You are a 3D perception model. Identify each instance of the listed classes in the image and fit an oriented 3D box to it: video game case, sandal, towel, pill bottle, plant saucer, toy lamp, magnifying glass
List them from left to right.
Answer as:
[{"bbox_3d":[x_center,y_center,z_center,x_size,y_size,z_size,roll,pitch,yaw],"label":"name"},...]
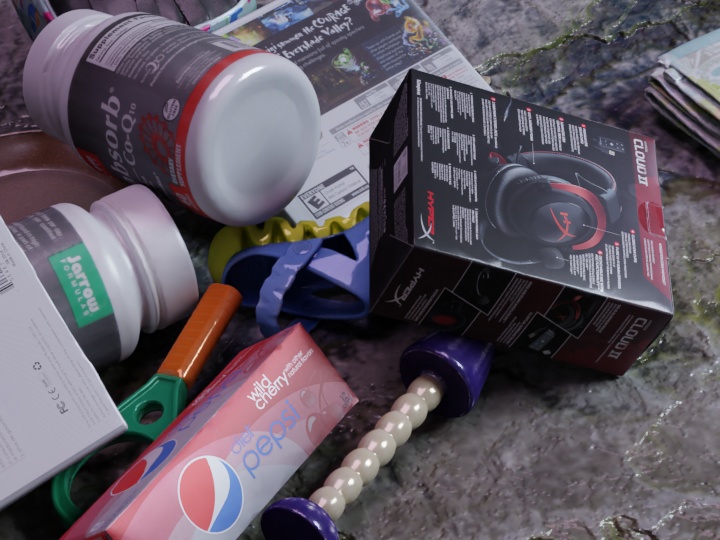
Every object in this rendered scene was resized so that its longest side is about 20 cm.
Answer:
[{"bbox_3d":[-0.247,-0.032,1.546,0.198,0.032,0.201,-5,37,4],"label":"plant saucer"},{"bbox_3d":[-0.213,0.025,1.399,0.199,0.114,0.113,-26,41,-21],"label":"pill bottle"},{"bbox_3d":[-0.127,0.087,1.355,0.079,0.022,0.201,9,52,27],"label":"magnifying glass"},{"bbox_3d":[-0.131,-0.110,1.458,0.199,0.117,0.116,22,46,41],"label":"pill bottle"},{"bbox_3d":[-0.015,-0.125,1.561,0.199,0.023,0.182,-30,70,-26],"label":"video game case"},{"bbox_3d":[0.000,0.000,1.432,0.198,0.080,0.087,-16,41,3],"label":"sandal"},{"bbox_3d":[0.018,0.101,1.309,0.058,0.059,0.200,17,46,29],"label":"toy lamp"},{"bbox_3d":[0.329,-0.130,1.560,0.199,0.048,0.171,-24,44,-20],"label":"towel"}]

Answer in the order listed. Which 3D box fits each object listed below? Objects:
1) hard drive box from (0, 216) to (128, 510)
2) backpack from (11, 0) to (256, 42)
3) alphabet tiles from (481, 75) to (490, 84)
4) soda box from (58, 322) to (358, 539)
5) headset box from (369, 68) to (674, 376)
[{"bbox_3d":[-0.263,0.083,1.271,0.199,0.157,0.077,-31,-1,-17],"label":"hard drive box"},{"bbox_3d":[-0.169,-0.200,1.649,0.176,0.151,0.200,-19,43,-19],"label":"backpack"},{"bbox_3d":[0.017,-0.096,1.602,0.165,0.006,0.200,10,41,21],"label":"alphabet tiles"},{"bbox_3d":[-0.089,0.119,1.275,0.070,0.064,0.200,-26,17,49],"label":"soda box"},{"bbox_3d":[0.109,-0.027,1.367,0.198,0.075,0.150,14,50,-17],"label":"headset box"}]
